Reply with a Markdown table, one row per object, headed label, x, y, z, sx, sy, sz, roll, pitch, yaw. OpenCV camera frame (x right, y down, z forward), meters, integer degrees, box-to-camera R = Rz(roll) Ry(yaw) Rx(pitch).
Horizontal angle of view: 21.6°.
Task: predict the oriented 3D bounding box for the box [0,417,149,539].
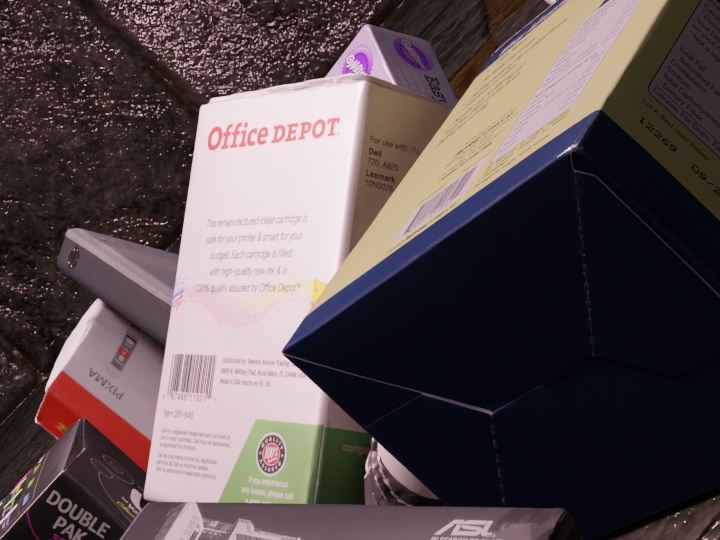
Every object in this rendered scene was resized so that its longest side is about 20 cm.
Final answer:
| label | x | y | z | sx | sy | sz | roll | pitch | yaw |
| --- | --- | --- | --- | --- | --- | --- | --- | --- | --- |
| box | -0.155 | 0.202 | 0.933 | 0.200 | 0.148 | 0.124 | -46 | 8 | 2 |

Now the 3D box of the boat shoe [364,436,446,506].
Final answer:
| label | x | y | z | sx | sy | sz | roll | pitch | yaw |
| --- | --- | --- | --- | --- | --- | --- | --- | --- | --- |
| boat shoe | 0.069 | 0.042 | 0.840 | 0.200 | 0.074 | 0.061 | -48 | -10 | -38 |

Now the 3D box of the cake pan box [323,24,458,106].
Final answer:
| label | x | y | z | sx | sy | sz | roll | pitch | yaw |
| --- | --- | --- | --- | --- | --- | --- | --- | --- | --- |
| cake pan box | 0.000 | 0.000 | 0.985 | 0.184 | 0.052 | 0.201 | -48 | 46 | 29 |

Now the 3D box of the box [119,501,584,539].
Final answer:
| label | x | y | z | sx | sy | sz | roll | pitch | yaw |
| --- | --- | --- | --- | --- | --- | --- | --- | --- | --- |
| box | -0.031 | 0.153 | 0.657 | 0.198 | 0.050 | 0.158 | -4 | 37 | 37 |

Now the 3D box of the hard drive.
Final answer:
| label | x | y | z | sx | sy | sz | roll | pitch | yaw |
| --- | --- | --- | --- | --- | --- | --- | --- | --- | --- |
| hard drive | -0.086 | 0.029 | 1.164 | 0.200 | 0.139 | 0.033 | 29 | 101 | 53 |

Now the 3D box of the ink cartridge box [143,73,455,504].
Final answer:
| label | x | y | z | sx | sy | sz | roll | pitch | yaw |
| --- | --- | --- | --- | --- | --- | --- | --- | --- | --- |
| ink cartridge box | -0.021 | 0.020 | 0.896 | 0.144 | 0.083 | 0.202 | -1 | 79 | 53 |

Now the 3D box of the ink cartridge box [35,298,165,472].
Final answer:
| label | x | y | z | sx | sy | sz | roll | pitch | yaw |
| --- | --- | --- | --- | --- | --- | --- | --- | --- | --- |
| ink cartridge box | -0.112 | 0.096 | 1.132 | 0.050 | 0.162 | 0.200 | -49 | 9 | 4 |

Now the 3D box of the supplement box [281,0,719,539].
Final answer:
| label | x | y | z | sx | sy | sz | roll | pitch | yaw |
| --- | --- | --- | --- | --- | --- | --- | --- | --- | --- |
| supplement box | 0.109 | -0.024 | 0.725 | 0.200 | 0.134 | 0.200 | -35 | 15 | 52 |

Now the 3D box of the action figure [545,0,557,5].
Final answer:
| label | x | y | z | sx | sy | sz | roll | pitch | yaw |
| --- | --- | --- | --- | --- | --- | --- | --- | --- | --- |
| action figure | 0.150 | -0.159 | 1.162 | 0.200 | 0.102 | 0.119 | -46 | -34 | -19 |
